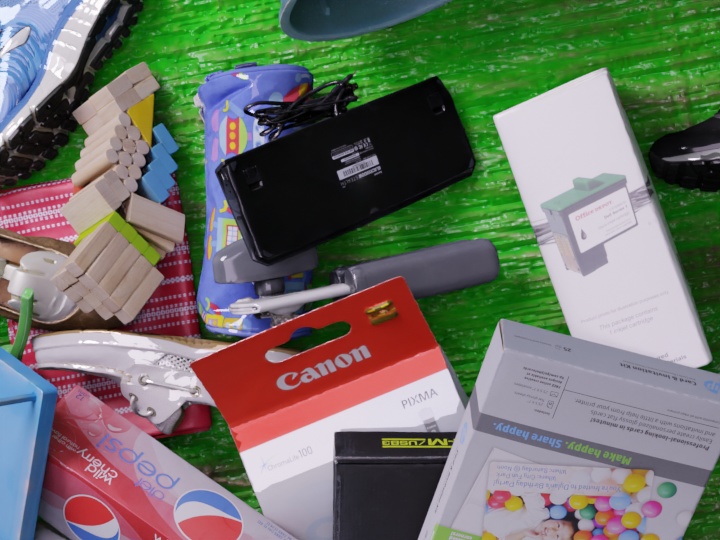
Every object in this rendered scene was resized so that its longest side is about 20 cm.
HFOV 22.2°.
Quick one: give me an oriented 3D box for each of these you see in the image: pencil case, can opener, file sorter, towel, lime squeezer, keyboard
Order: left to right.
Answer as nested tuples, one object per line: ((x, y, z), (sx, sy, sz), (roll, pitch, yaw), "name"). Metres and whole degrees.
((-0.317, 0.108, 1.231), (0.200, 0.122, 0.139), (29, 115, 40), "file sorter")
((-0.270, 0.062, 1.314), (0.200, 0.038, 0.071), (-22, 107, 41), "lime squeezer")
((-0.190, 0.030, 1.335), (0.144, 0.022, 0.201), (-8, 90, 6), "towel")
((-0.075, -0.049, 1.291), (0.086, 0.078, 0.201), (0, 91, 13), "pencil case")
((-0.016, -0.081, 1.261), (0.200, 0.040, 0.104), (-24, 98, -34), "keyboard")
((0.000, 0.000, 1.251), (0.199, 0.053, 0.067), (-8, 94, -23), "can opener")

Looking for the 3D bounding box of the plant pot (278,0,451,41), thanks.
((0.000, -0.286, 1.230), (0.200, 0.200, 0.197), (-25, 80, 7), "plant pot")

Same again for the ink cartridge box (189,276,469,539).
((-0.003, 0.114, 1.248), (0.160, 0.047, 0.200), (-22, 127, 7), "ink cartridge box")

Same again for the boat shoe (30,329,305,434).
((-0.135, 0.080, 1.283), (0.199, 0.071, 0.070), (6, 87, 4), "boat shoe")

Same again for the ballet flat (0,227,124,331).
((-0.256, -0.002, 1.295), (0.199, 0.072, 0.068), (20, 93, 6), "ballet flat")

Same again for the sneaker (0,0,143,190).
((-0.240, -0.147, 1.320), (0.089, 0.079, 0.200), (33, 88, 16), "sneaker")

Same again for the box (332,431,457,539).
((0.075, 0.206, 1.250), (0.192, 0.048, 0.201), (0, 111, -4), "box")

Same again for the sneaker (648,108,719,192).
((0.292, -0.112, 1.258), (0.199, 0.076, 0.088), (-10, 75, 3), "sneaker")

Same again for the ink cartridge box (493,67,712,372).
((0.163, -0.024, 1.228), (0.084, 0.146, 0.201), (-20, 88, 9), "ink cartridge box")

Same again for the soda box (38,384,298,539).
((-0.141, 0.169, 1.253), (0.200, 0.070, 0.064), (34, 130, 6), "soda box")

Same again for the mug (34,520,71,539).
((-0.255, 0.260, 1.282), (0.199, 0.148, 0.176), (27, 81, 2), "mug")

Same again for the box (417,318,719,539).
((0.132, 0.141, 1.169), (0.155, 0.041, 0.201), (15, 118, -7), "box")

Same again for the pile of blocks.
((-0.172, -0.048, 1.296), (0.062, 0.082, 0.201), (-27, 47, 44), "pile of blocks")
